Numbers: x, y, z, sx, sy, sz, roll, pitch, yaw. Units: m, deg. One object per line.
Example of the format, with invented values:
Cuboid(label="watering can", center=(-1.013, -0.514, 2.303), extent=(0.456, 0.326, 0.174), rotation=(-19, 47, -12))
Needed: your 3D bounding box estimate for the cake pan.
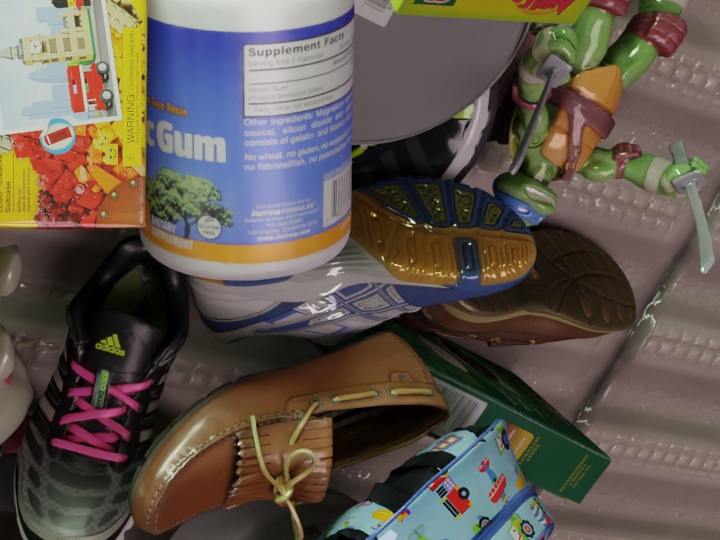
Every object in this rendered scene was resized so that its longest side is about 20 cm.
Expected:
Cuboid(label="cake pan", center=(0.005, -0.155, 0.910), extent=(0.200, 0.037, 0.201), rotation=(-4, 116, -8))

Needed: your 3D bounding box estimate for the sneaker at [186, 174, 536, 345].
Cuboid(label="sneaker", center=(0.000, 0.000, 0.982), extent=(0.200, 0.075, 0.088), rotation=(-1, 141, -2))

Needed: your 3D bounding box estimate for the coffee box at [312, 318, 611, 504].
Cuboid(label="coffee box", center=(0.064, 0.083, 1.111), extent=(0.200, 0.123, 0.044), rotation=(28, 99, -43))

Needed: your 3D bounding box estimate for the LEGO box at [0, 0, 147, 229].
Cuboid(label="LEGO box", center=(-0.178, -0.119, 0.774), extent=(0.149, 0.077, 0.200), rotation=(-1, 92, -22))

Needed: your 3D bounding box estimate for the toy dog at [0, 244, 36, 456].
Cuboid(label="toy dog", center=(-0.260, 0.051, 0.889), extent=(0.194, 0.140, 0.200), rotation=(-35, 135, 12))

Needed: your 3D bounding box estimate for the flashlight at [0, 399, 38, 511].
Cuboid(label="flashlight", center=(-0.180, 0.150, 0.964), extent=(0.068, 0.200, 0.068), rotation=(-18, 132, -17))

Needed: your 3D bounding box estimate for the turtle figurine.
Cuboid(label="turtle figurine", center=(0.161, -0.107, 0.992), extent=(0.144, 0.200, 0.194), rotation=(24, 87, -7))

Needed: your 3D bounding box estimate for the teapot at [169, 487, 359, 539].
Cuboid(label="teapot", center=(-0.073, 0.230, 1.136), extent=(0.200, 0.146, 0.197), rotation=(48, 66, -24))

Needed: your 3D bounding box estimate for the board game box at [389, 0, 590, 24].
Cuboid(label="board game box", center=(0.037, -0.210, 0.817), extent=(0.101, 0.200, 0.048), rotation=(-1, 145, -30))

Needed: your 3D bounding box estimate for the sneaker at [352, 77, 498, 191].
Cuboid(label="sneaker", center=(0.009, -0.065, 1.002), extent=(0.083, 0.072, 0.200), rotation=(13, 116, -35))

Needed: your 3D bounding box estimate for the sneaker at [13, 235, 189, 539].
Cuboid(label="sneaker", center=(-0.139, 0.062, 0.923), extent=(0.074, 0.200, 0.087), rotation=(16, 146, -1))

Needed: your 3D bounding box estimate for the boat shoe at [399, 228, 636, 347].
Cuboid(label="boat shoe", center=(0.105, 0.015, 1.132), extent=(0.200, 0.072, 0.068), rotation=(5, 154, -42))

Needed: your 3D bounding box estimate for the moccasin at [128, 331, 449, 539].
Cuboid(label="moccasin", center=(-0.037, 0.099, 0.932), extent=(0.201, 0.078, 0.074), rotation=(-16, 140, -40))

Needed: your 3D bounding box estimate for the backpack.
Cuboid(label="backpack", center=(0.043, 0.184, 0.991), extent=(0.183, 0.135, 0.200), rotation=(-37, 167, -27))

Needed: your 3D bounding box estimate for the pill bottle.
Cuboid(label="pill bottle", center=(-0.059, -0.106, 0.839), extent=(0.112, 0.112, 0.200), rotation=(-11, 118, -23))

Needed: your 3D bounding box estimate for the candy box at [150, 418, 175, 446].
Cuboid(label="candy box", center=(-0.186, 0.172, 1.053), extent=(0.200, 0.102, 0.026), rotation=(-41, 97, 3))
